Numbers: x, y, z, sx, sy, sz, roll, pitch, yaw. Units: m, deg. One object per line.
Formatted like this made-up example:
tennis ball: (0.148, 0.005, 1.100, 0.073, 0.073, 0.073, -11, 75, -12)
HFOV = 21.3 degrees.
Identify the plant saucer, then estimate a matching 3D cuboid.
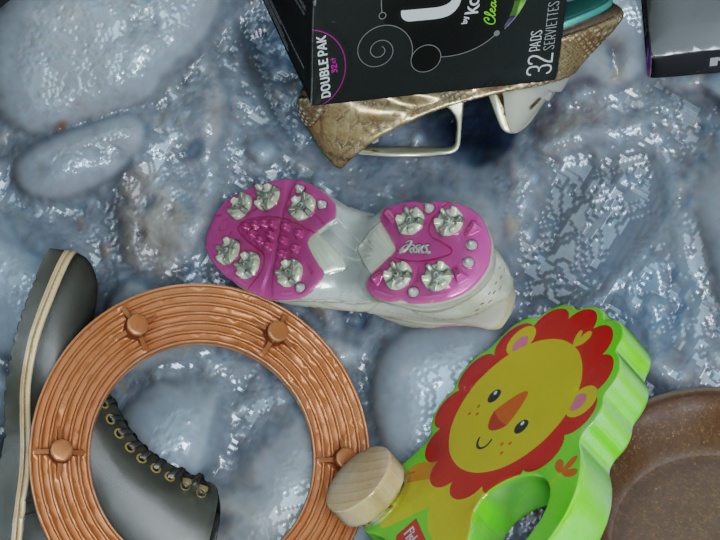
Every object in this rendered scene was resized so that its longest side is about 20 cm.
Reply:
plant saucer: (0.207, 0.150, 1.020, 0.198, 0.037, 0.201, 7, 46, -7)

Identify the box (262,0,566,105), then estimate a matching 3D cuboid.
box: (0.030, -0.210, 1.019, 0.147, 0.201, 0.125, -8, 38, -14)

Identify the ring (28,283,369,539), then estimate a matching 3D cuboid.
ring: (-0.088, 0.106, 1.086, 0.198, 0.019, 0.202, 3, 77, -14)

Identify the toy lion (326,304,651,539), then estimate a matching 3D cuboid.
toy lion: (0.080, 0.107, 1.022, 0.191, 0.200, 0.069, -41, 114, 7)

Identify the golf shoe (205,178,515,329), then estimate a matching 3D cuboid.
golf shoe: (0.000, 0.000, 1.108, 0.199, 0.091, 0.076, 11, 73, 35)

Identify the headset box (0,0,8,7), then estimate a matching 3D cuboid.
headset box: (-0.238, -0.276, 1.188, 0.199, 0.093, 0.175, -37, 75, 1)

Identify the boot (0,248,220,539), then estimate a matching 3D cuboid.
boot: (-0.137, 0.095, 1.117, 0.137, 0.077, 0.202, 8, 90, 4)

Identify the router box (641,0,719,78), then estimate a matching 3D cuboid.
router box: (0.260, -0.197, 1.112, 0.198, 0.051, 0.151, -4, 80, 9)

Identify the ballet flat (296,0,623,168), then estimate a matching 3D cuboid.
ballet flat: (0.063, -0.106, 1.129, 0.198, 0.071, 0.066, -14, 104, 9)
